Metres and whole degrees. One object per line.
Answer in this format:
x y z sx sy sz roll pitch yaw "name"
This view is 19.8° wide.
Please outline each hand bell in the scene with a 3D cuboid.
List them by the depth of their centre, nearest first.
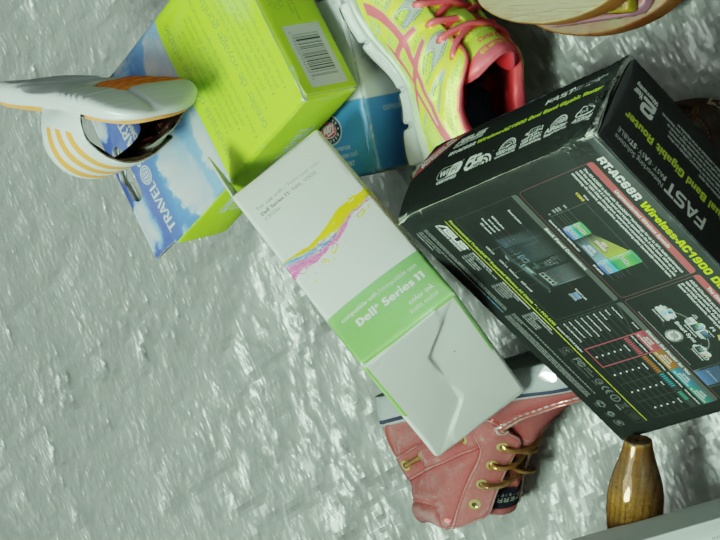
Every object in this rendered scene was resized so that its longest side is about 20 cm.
0.152 0.189 1.174 0.104 0.104 0.200 16 114 42 "hand bell"

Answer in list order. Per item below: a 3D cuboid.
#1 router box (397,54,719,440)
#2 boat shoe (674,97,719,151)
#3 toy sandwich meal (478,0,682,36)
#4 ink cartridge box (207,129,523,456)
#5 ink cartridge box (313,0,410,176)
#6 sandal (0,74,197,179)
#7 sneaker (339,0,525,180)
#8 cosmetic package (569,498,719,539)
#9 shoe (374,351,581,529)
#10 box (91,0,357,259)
0.141 -0.006 1.092 0.200 0.062 0.150 44 141 -22 "router box"
0.134 -0.046 1.161 0.200 0.070 0.070 -32 77 47 "boat shoe"
0.111 -0.228 1.133 0.205 0.070 0.205 15 111 43 "toy sandwich meal"
0.000 0.000 1.189 0.067 0.117 0.200 -38 50 -1 "ink cartridge box"
-0.030 -0.155 1.287 0.145 0.084 0.200 -8 95 48 "ink cartridge box"
-0.162 -0.088 1.268 0.207 0.079 0.059 12 110 58 "sandal"
0.055 -0.131 1.190 0.090 0.078 0.200 -24 89 57 "sneaker"
0.160 0.180 1.117 0.200 0.051 0.083 -17 96 3 "cosmetic package"
0.088 0.102 1.250 0.200 0.071 0.091 -19 89 53 "shoe"
-0.090 -0.106 1.267 0.200 0.048 0.122 -43 68 48 "box"
